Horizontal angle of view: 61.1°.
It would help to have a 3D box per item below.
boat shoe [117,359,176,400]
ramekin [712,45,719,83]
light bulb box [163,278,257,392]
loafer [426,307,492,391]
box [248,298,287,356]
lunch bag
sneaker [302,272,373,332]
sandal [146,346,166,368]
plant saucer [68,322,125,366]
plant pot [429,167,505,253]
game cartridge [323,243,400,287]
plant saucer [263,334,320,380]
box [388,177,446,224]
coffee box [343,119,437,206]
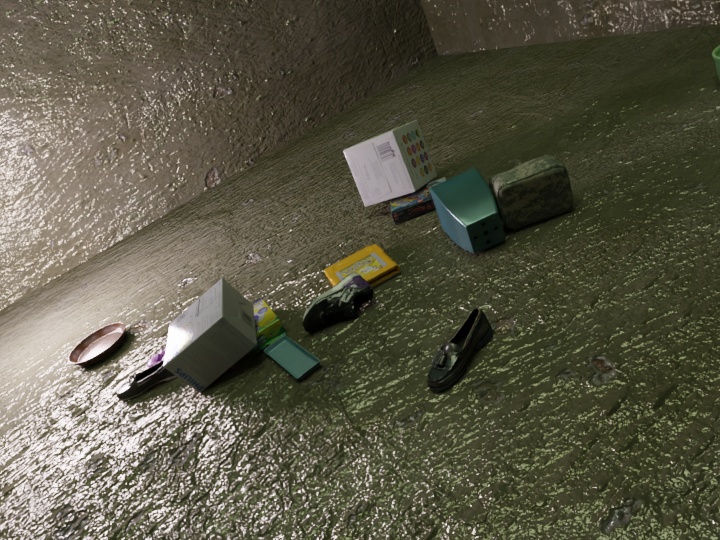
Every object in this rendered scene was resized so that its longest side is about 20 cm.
[{"bbox_3d":[-0.570,0.281,1.638,0.198,0.057,0.067,-24,26,1],"label":"boat shoe"},{"bbox_3d":[1.137,-0.610,1.770,0.198,0.099,0.201,-20,27,10],"label":"ramekin"},{"bbox_3d":[-0.380,0.162,1.554,0.199,0.125,0.199,-39,29,10],"label":"light bulb box"},{"bbox_3d":[0.190,0.153,1.220,0.071,0.063,0.200,7,40,47],"label":"loafer"},{"bbox_3d":[-0.276,0.153,1.637,0.117,0.049,0.200,-33,29,-13],"label":"box"},{"bbox_3d":[0.440,-0.218,1.600,0.198,0.141,0.168,-20,27,7],"label":"lunch bag"},{"bbox_3d":[-0.056,0.093,1.533,0.199,0.076,0.088,-40,49,-8],"label":"sneaker"},{"bbox_3d":[-0.516,0.218,1.717,0.200,0.050,0.083,-22,26,6],"label":"sandal"},{"bbox_3d":[-0.841,0.242,1.968,0.198,0.035,0.201,-21,26,10],"label":"plant saucer"},{"bbox_3d":[0.291,-0.144,1.601,0.140,0.142,0.201,-23,34,2],"label":"plant pot"},{"bbox_3d":[0.000,0.000,1.698,0.175,0.033,0.200,-28,28,-7],"label":"game cartridge"},{"bbox_3d":[-0.166,0.210,1.471,0.070,0.019,0.199,-35,29,-20],"label":"plant saucer"},{"bbox_3d":[0.190,-0.223,1.935,0.198,0.038,0.137,-20,26,9],"label":"box"},{"bbox_3d":[0.102,-0.351,2.001,0.198,0.202,0.197,-14,13,34],"label":"coffee box"}]
